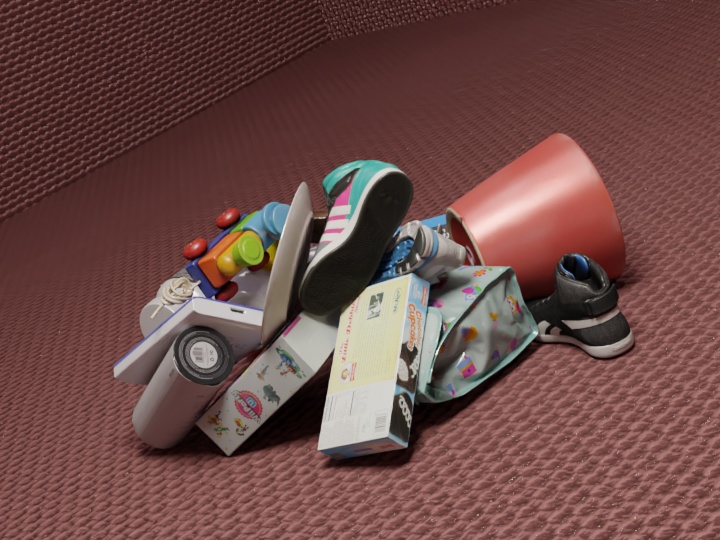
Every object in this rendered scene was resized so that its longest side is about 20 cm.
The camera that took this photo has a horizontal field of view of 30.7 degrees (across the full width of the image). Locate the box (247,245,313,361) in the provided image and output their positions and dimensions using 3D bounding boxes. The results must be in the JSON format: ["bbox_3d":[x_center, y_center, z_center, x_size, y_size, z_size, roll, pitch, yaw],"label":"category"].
[{"bbox_3d":[-0.119,0.042,1.952,0.098,0.096,0.200,-15,19,13],"label":"box"}]

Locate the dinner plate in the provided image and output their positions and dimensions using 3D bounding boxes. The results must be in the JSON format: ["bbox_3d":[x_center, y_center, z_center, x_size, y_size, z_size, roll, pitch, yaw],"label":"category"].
[{"bbox_3d":[-0.082,-0.005,1.560,0.024,0.202,0.201,14,23,2],"label":"dinner plate"}]

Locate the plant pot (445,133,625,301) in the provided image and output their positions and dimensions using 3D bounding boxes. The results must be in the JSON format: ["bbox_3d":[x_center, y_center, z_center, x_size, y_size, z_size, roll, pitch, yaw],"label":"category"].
[{"bbox_3d":[0.216,-0.050,1.681,0.176,0.202,0.200,-24,18,-6],"label":"plant pot"}]

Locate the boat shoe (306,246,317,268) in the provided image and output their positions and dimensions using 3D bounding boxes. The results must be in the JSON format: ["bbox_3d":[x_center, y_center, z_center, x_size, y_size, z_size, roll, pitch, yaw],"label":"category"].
[{"bbox_3d":[-0.006,-0.039,1.956,0.200,0.087,0.075,-4,-28,-26],"label":"boat shoe"}]

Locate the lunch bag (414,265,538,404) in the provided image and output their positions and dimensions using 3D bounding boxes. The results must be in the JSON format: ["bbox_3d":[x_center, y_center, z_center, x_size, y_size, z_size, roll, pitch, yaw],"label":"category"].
[{"bbox_3d":[0.084,0.084,1.575,0.200,0.123,0.169,-40,25,-32],"label":"lunch bag"}]

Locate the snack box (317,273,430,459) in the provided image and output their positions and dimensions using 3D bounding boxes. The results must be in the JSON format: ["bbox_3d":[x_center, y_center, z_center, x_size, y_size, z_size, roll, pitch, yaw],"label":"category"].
[{"bbox_3d":[0.016,0.110,1.503,0.115,0.037,0.202,-17,54,43],"label":"snack box"}]

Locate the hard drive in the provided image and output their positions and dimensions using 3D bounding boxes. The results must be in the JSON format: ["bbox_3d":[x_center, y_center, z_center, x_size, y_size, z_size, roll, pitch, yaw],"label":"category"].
[{"bbox_3d":[-0.209,0.097,1.666,0.131,0.026,0.200,13,-36,-36],"label":"hard drive"}]

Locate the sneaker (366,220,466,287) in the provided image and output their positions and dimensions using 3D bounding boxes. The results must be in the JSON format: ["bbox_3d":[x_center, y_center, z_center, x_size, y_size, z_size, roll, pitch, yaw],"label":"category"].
[{"bbox_3d":[0.058,-0.004,1.583,0.086,0.076,0.199,14,-13,-26],"label":"sneaker"}]

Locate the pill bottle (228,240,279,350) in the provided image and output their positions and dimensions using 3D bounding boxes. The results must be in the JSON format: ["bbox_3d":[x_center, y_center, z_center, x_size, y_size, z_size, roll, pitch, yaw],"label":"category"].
[{"bbox_3d":[-0.134,0.017,1.771,0.103,0.105,0.201,-14,32,19],"label":"pill bottle"}]

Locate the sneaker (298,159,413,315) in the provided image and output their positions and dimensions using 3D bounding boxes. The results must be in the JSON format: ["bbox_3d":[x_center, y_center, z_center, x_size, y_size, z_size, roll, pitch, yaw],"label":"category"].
[{"bbox_3d":[-0.020,-0.052,1.573,0.201,0.083,0.121,-55,26,11],"label":"sneaker"}]

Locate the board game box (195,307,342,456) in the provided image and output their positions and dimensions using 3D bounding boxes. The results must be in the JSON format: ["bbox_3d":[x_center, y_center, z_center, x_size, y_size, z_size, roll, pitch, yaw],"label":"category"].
[{"bbox_3d":[-0.101,0.122,1.623,0.200,0.064,0.148,-47,1,35],"label":"board game box"}]

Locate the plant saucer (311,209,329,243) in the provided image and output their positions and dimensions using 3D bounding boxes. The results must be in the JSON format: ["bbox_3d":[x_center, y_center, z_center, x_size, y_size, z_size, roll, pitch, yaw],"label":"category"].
[{"bbox_3d":[-0.035,-0.059,1.738,0.197,0.037,0.200,-3,5,0],"label":"plant saucer"}]

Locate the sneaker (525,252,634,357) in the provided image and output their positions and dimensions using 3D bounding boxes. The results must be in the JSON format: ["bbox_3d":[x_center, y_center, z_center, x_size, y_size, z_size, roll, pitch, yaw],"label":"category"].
[{"bbox_3d":[0.247,0.028,1.566,0.073,0.113,0.199,-27,19,-22],"label":"sneaker"}]

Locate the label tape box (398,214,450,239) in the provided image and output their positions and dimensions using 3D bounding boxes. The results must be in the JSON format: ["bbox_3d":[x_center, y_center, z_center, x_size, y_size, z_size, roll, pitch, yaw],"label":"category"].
[{"bbox_3d":[0.076,-0.008,1.797,0.142,0.066,0.202,-14,51,22],"label":"label tape box"}]

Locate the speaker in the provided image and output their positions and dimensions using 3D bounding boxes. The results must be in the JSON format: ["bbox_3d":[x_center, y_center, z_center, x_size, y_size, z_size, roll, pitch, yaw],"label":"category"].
[{"bbox_3d":[-0.225,0.151,1.645,0.081,0.081,0.200,-35,-11,-37],"label":"speaker"}]

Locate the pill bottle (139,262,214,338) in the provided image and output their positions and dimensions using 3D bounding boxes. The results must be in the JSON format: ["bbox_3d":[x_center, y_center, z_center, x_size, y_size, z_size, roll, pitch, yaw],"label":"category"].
[{"bbox_3d":[-0.248,0.047,2.047,0.115,0.118,0.200,-7,22,36],"label":"pill bottle"}]

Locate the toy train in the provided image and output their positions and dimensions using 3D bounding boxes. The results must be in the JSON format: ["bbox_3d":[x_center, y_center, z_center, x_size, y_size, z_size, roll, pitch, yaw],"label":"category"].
[{"bbox_3d":[-0.165,-0.008,1.614,0.115,0.085,0.200,-22,19,48],"label":"toy train"}]

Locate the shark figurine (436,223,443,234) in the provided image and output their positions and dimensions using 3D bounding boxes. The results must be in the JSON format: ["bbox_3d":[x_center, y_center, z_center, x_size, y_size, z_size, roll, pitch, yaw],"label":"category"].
[{"bbox_3d":[0.013,0.009,1.718,0.212,0.090,0.129,-8,52,31],"label":"shark figurine"}]

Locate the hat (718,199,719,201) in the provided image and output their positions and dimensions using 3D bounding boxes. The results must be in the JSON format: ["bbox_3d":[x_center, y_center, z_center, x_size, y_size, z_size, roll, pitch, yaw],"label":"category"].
[{"bbox_3d":[0.625,-0.125,1.737,0.164,0.177,0.200,-27,57,-25],"label":"hat"}]
